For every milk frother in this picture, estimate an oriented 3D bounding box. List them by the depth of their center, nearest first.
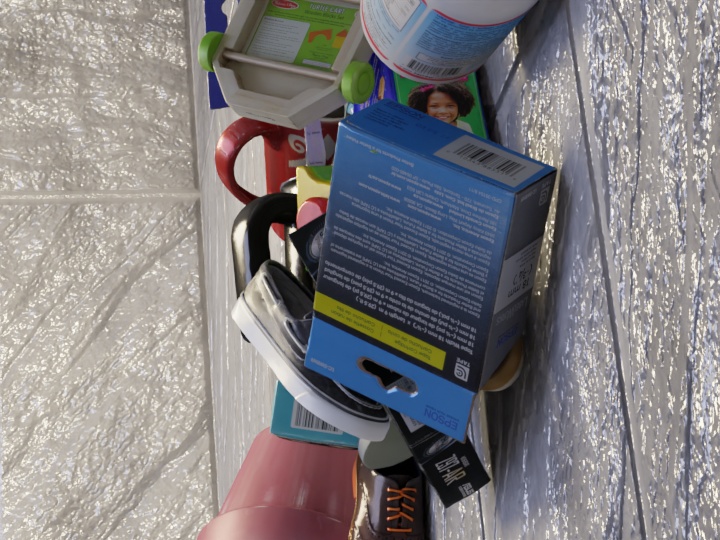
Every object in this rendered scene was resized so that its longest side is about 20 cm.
[{"bbox_3d":[0.000,0.000,1.839,0.199,0.180,0.189,-12,76,36],"label":"milk frother"}]

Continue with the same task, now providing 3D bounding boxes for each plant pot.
[{"bbox_3d":[-0.063,0.261,2.046,0.201,0.199,0.180,101,180,-50],"label":"plant pot"}]

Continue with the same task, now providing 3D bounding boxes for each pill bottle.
[{"bbox_3d":[0.071,-0.208,1.387,0.200,0.108,0.109,136,132,-72],"label":"pill bottle"}]

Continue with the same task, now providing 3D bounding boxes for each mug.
[{"bbox_3d":[-0.058,-0.122,1.989,0.201,0.176,0.134,94,170,-49],"label":"mug"}]

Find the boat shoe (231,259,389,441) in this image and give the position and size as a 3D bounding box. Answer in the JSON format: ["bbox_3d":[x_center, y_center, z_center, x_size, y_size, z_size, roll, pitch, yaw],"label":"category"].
[{"bbox_3d":[-0.034,0.064,1.704,0.200,0.072,0.068,47,115,40],"label":"boat shoe"}]

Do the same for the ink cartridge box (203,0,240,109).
[{"bbox_3d":[-0.046,-0.252,1.807,0.047,0.199,0.199,68,-164,-73],"label":"ink cartridge box"}]

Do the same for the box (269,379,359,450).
[{"bbox_3d":[-0.037,0.134,1.863,0.200,0.082,0.049,84,-166,-84],"label":"box"}]

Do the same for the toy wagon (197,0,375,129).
[{"bbox_3d":[-0.035,-0.209,1.605,0.040,0.155,0.201,46,-115,-54],"label":"toy wagon"}]

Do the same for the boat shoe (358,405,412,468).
[{"bbox_3d":[0.037,0.091,1.721,0.201,0.070,0.072,110,145,-48],"label":"boat shoe"}]

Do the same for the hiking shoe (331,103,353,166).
[{"bbox_3d":[0.013,-0.126,1.815,0.087,0.074,0.201,106,165,-54],"label":"hiking shoe"}]

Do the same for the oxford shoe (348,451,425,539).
[{"bbox_3d":[0.026,0.223,1.822,0.073,0.071,0.201,107,161,-49],"label":"oxford shoe"}]

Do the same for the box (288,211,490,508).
[{"bbox_3d":[0.023,0.069,1.546,0.201,0.043,0.160,60,179,26],"label":"box"}]

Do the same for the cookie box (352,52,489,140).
[{"bbox_3d":[0.047,-0.116,1.639,0.172,0.075,0.201,99,166,-51],"label":"cookie box"}]

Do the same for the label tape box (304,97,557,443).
[{"bbox_3d":[0.046,-0.001,1.422,0.063,0.144,0.201,-32,-40,-50],"label":"label tape box"}]

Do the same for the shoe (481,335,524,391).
[{"bbox_3d":[0.087,0.036,1.523,0.070,0.053,0.200,-50,29,11],"label":"shoe"}]

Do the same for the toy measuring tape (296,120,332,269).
[{"bbox_3d":[-0.019,-0.081,1.727,0.074,0.073,0.201,180,88,-80],"label":"toy measuring tape"}]
